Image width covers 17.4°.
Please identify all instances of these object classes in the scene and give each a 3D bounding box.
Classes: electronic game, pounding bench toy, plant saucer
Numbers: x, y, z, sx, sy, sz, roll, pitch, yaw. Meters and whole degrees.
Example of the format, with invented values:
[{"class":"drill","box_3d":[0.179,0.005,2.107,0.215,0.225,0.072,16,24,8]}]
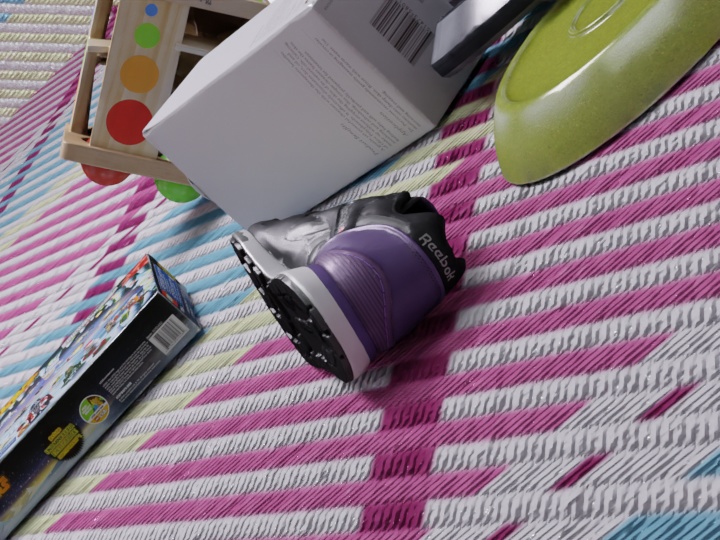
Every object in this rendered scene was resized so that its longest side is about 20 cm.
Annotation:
[{"class":"electronic game","box_3d":[0.115,-0.177,1.299,0.200,0.042,0.200,-42,5,4]},{"class":"pounding bench toy","box_3d":[-0.109,-0.127,1.721,0.124,0.200,0.156,-121,43,-78]},{"class":"plant saucer","box_3d":[0.131,-0.126,1.150,0.200,0.031,0.200,-44,13,13]}]

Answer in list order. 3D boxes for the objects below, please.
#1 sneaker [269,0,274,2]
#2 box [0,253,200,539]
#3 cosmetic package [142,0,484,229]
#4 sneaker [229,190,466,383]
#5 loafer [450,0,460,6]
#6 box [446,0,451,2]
[{"class":"sneaker","box_3d":[-0.057,-0.199,1.878,0.071,0.073,0.200,-54,3,12]},{"class":"box","box_3d":[-0.187,0.084,1.507,0.200,0.040,0.137,-47,13,2]},{"class":"cosmetic package","box_3d":[-0.031,-0.109,1.436,0.200,0.108,0.085,-28,23,50]},{"class":"sneaker","box_3d":[0.000,0.000,1.150,0.088,0.076,0.200,-34,16,-8]},{"class":"loafer","box_3d":[-0.004,-0.141,1.534,0.200,0.063,0.072,-37,17,37]},{"class":"box","box_3d":[0.092,-0.212,1.309,0.039,0.041,0.200,-45,4,-32]}]
